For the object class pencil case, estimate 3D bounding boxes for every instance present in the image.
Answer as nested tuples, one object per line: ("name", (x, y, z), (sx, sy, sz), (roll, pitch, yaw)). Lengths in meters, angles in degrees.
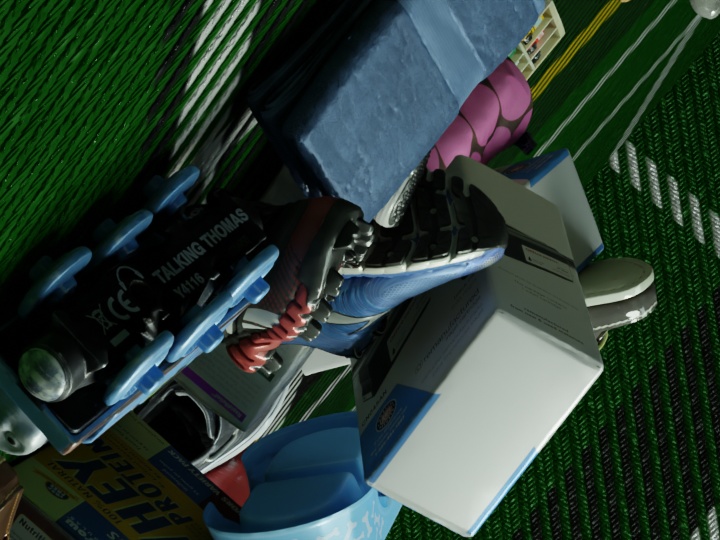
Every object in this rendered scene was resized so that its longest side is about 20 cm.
("pencil case", (0.048, -0.084, 1.788), (0.200, 0.091, 0.094), (-37, 164, -53))

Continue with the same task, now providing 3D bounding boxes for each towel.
("towel", (0.026, -0.123, 1.416), (0.200, 0.048, 0.112), (-51, 139, -17))

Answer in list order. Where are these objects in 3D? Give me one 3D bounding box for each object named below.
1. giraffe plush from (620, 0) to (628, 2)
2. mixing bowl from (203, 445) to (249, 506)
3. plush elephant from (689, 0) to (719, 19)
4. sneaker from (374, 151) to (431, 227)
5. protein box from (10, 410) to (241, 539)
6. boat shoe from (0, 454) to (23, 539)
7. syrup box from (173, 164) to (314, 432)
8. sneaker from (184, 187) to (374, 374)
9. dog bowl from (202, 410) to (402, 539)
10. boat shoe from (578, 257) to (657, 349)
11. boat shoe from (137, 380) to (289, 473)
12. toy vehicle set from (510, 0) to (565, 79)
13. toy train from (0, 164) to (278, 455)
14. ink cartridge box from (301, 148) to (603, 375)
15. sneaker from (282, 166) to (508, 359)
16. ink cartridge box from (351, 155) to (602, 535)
("giraffe plush", (0.192, -0.269, 1.593), (0.198, 0.174, 0.162), (-17, 168, 11))
("mixing bowl", (-0.123, 0.191, 1.887), (0.199, 0.109, 0.200), (-20, -161, 7))
("plush elephant", (0.225, -0.248, 1.747), (0.200, 0.155, 0.165), (-54, 174, 31))
("sneaker", (0.023, -0.125, 1.505), (0.074, 0.079, 0.201), (100, 13, -61))
("protein box", (-0.192, 0.220, 1.630), (0.200, 0.135, 0.198), (-52, 173, 18))
("boat shoe", (-0.223, 0.174, 1.459), (0.072, 0.067, 0.200), (-44, 171, -43))
("syrup box", (-0.044, 0.000, 1.649), (0.200, 0.081, 0.079), (-54, 175, 33))
("sneaker", (-0.058, -0.004, 1.414), (0.071, 0.098, 0.200), (-57, -174, -22))
("dog bowl", (-0.029, 0.147, 1.633), (0.111, 0.050, 0.200), (-9, -165, 15))
("boat shoe", (0.144, 0.036, 1.857), (0.072, 0.061, 0.200), (-31, -167, -37))
("boat shoe", (-0.115, 0.102, 1.812), (0.200, 0.072, 0.068), (-38, 170, -30))
("toy vehicle set", (0.107, -0.159, 2.025), (0.124, 0.026, 0.200), (-51, 173, 3))
("toy train", (-0.119, 0.027, 1.292), (0.114, 0.087, 0.200), (-48, 177, 37))
("ink cartridge box", (0.053, -0.006, 1.855), (0.199, 0.085, 0.145), (-15, -166, 33))
("sneaker", (0.000, 0.000, 1.545), (0.199, 0.089, 0.079), (-13, -131, 25))
("ink cartridge box", (0.066, 0.043, 1.613), (0.145, 0.084, 0.200), (-54, -160, 22))
